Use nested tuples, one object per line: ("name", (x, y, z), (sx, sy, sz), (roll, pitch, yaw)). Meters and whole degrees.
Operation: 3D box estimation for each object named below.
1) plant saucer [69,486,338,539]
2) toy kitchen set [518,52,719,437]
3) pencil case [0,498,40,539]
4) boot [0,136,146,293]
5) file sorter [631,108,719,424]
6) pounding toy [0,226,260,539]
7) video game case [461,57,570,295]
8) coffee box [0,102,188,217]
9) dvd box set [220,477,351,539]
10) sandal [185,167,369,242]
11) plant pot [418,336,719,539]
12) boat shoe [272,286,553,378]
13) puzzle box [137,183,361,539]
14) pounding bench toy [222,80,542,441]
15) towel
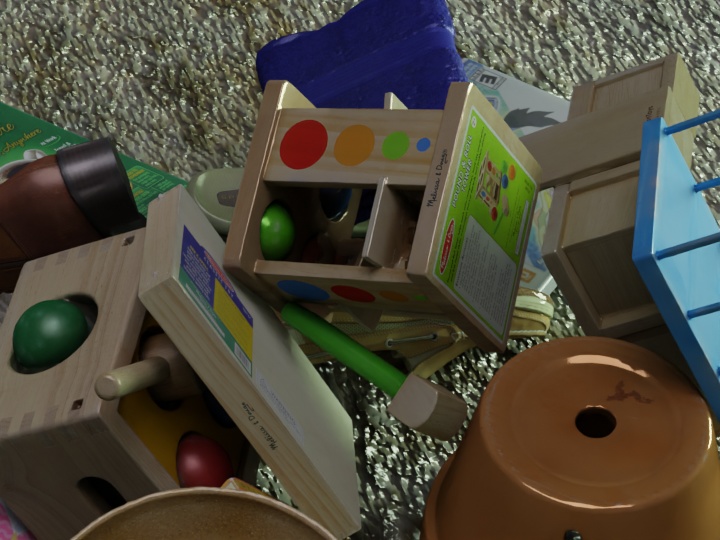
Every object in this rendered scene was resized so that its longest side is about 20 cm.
("plant saucer", (-0.082, 0.213, 1.085), (0.200, 0.035, 0.200), (1, 69, -2))
("toy kitchen set", (0.164, -0.005, 1.410), (0.163, 0.181, 0.200), (-17, 31, 25))
("pencil case", (-0.229, 0.131, 1.305), (0.091, 0.083, 0.200), (28, 44, -10))
("boot", (-0.227, 0.015, 1.353), (0.200, 0.188, 0.069), (-20, 54, -1))
("file sorter", (0.259, 0.009, 1.255), (0.123, 0.200, 0.139), (-17, 33, 24))
("pounding toy", (-0.136, 0.079, 1.248), (0.142, 0.200, 0.184), (-15, 40, 24))
("video game case", (0.100, -0.068, 1.556), (0.182, 0.022, 0.200), (26, 50, 23))
("coffee box", (-0.219, -0.051, 1.503), (0.200, 0.044, 0.123), (23, 35, 20))
("dvd box set", (0.001, 0.214, 1.192), (0.029, 0.146, 0.200), (-44, 52, 7))
("sandal", (-0.024, -0.061, 1.486), (0.201, 0.057, 0.080), (-7, 45, -20))
("plant pot", (0.135, 0.135, 1.268), (0.200, 0.140, 0.200), (0, 45, 0))
("boat shoe", (0.034, 0.046, 1.418), (0.200, 0.072, 0.076), (1, 78, -11))
("puzzle box", (-0.064, 0.054, 1.249), (0.025, 0.200, 0.133), (-30, 22, 12))
("pounding bench toy", (0.000, 0.000, 1.273), (0.156, 0.124, 0.200), (3, 69, 28))
("towel", (0.009, -0.112, 1.459), (0.148, 0.050, 0.200), (-25, 41, 11))
